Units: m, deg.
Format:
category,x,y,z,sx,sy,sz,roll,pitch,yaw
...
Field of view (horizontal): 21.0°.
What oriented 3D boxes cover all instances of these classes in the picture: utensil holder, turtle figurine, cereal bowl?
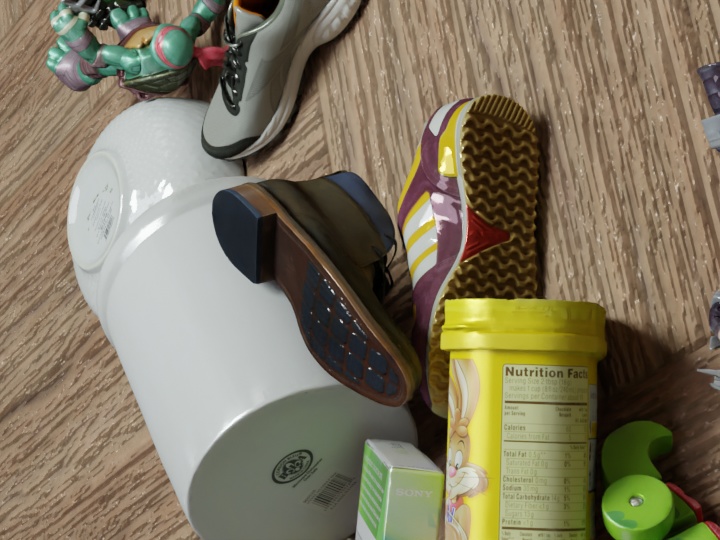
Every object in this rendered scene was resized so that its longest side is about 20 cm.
category,x,y,z,sx,sy,sz,roll,pitch,yaw
utensil holder,-0.070,0.065,1.282,0.170,0.169,0.200,-60,37,29
turtle figurine,-0.172,-0.185,1.536,0.200,0.149,0.101,-3,98,64
cereal bowl,-0.176,-0.043,1.546,0.200,0.083,0.201,-18,68,53

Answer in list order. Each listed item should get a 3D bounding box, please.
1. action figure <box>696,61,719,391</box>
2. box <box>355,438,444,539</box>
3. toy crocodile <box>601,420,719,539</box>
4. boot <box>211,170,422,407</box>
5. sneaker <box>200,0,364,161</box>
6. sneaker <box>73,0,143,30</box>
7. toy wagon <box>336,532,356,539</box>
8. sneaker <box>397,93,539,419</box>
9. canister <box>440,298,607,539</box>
category,x,y,z,sx,sy,sz,roll,pitch,yaw
action figure,0.221,-0.011,0.975,0.130,0.069,0.201,-8,80,48
box,0.016,0.206,1.136,0.144,0.036,0.201,-160,74,-84
toy crocodile,0.176,0.161,1.012,0.200,0.062,0.068,-122,12,-45
boot,0.000,0.000,1.193,0.200,0.097,0.075,47,142,34
sneaker,-0.075,-0.164,1.425,0.200,0.079,0.074,-56,44,35
sneaker,-0.257,-0.293,1.634,0.078,0.200,0.085,-30,44,0
toy wagon,-0.011,0.276,1.277,0.155,0.039,0.201,20,100,56
sneaker,0.061,-0.007,1.210,0.090,0.075,0.201,-8,71,64
canister,0.090,0.119,1.074,0.149,0.086,0.201,23,-112,-79
